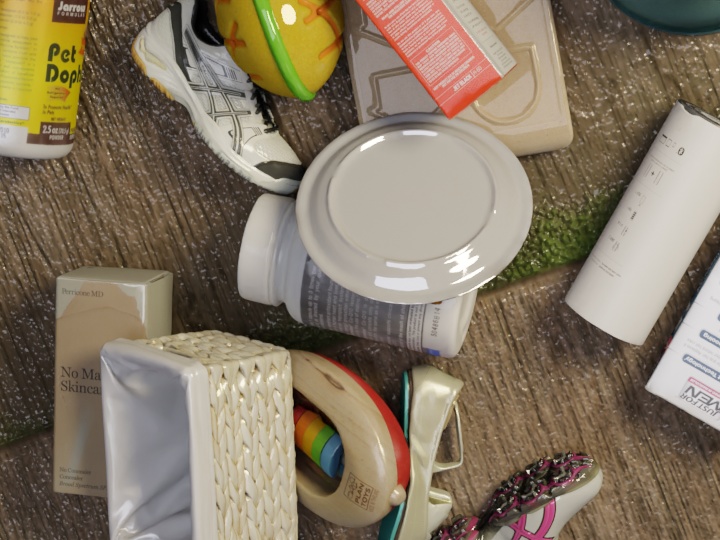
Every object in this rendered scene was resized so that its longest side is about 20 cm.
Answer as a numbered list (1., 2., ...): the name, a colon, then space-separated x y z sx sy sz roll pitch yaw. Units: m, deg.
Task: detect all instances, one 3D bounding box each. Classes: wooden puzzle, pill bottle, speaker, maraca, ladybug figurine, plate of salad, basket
1. wooden puzzle: 0.081 -0.191 1.605 0.184 0.046 0.202 -9 101 14
2. pill bottle: 0.000 0.000 1.612 0.198 0.114 0.115 13 101 10
3. speaker: 0.253 -0.039 1.568 0.081 0.081 0.201 30 103 7
4. maraca: -0.075 -0.240 1.578 0.106 0.137 0.202 -18 81 7
5. ladybug figurine: -0.022 0.145 1.631 0.200 0.072 0.137 41 127 35
6. plate of salad: 0.045 -0.049 1.547 0.198 0.048 0.201 -3 54 4
7. basket: -0.139 0.158 1.619 0.135 0.123 0.202 12 107 46
8. pill bottle: -0.300 -0.206 1.649 0.108 0.109 0.202 10 101 11

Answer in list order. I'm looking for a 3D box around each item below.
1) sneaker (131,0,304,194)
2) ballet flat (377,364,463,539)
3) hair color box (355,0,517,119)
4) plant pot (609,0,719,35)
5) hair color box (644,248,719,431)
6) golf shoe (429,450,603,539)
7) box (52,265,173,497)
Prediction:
1. sneaker: -0.112 -0.158 1.633 0.088 0.076 0.200 -44 88 15
2. ballet flat: 0.058 0.185 1.656 0.069 0.069 0.202 10 100 11
3. hair color box: 0.042 -0.226 1.528 0.061 0.102 0.200 -37 92 17
4. plant pot: 0.263 -0.286 1.475 0.198 0.188 0.202 2 99 12
5. hair color box: 0.333 0.034 1.572 0.100 0.061 0.201 30 103 7
6. golf shoe: 0.145 0.236 1.643 0.200 0.073 0.092 -39 103 22
7. box: -0.227 0.101 1.694 0.094 0.078 0.202 3 99 12
